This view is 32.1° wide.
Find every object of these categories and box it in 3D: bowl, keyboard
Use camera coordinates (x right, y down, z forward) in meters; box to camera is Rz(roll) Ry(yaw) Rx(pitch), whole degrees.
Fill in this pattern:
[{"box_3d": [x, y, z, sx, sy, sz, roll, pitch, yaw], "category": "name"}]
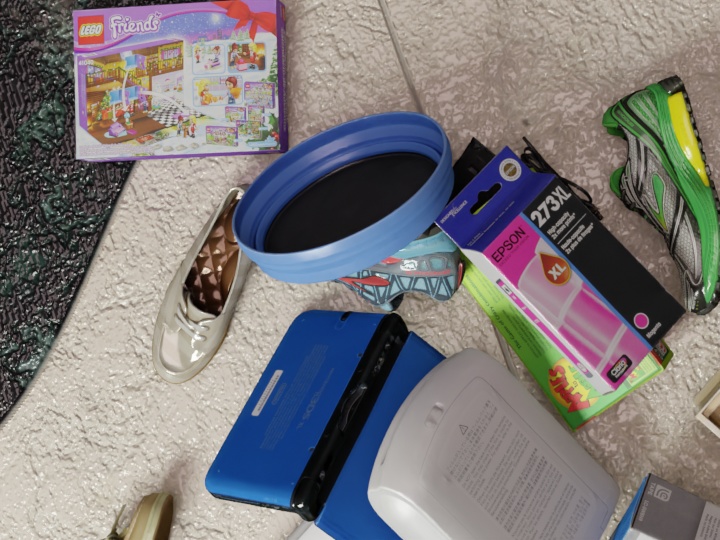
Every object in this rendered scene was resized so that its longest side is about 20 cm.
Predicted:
[{"box_3d": [-0.013, -0.062, 1.061, 0.198, 0.202, 0.040, -21, 121, 9], "category": "bowl"}, {"box_3d": [0.166, -0.039, 1.107, 0.200, 0.040, 0.105, 42, 117, 8], "category": "keyboard"}]

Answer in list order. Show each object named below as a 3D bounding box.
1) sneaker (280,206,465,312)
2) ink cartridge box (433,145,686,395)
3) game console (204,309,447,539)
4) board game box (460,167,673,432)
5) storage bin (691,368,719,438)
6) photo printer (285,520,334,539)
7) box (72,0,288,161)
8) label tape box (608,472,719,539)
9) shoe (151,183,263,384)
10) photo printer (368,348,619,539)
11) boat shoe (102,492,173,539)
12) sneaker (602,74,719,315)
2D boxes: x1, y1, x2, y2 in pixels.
[{"box_3d": [0.000, 0.000, 1.092, 0.198, 0.079, 0.096, -2, 124, 37], "category": "sneaker"}, {"box_3d": [0.161, -0.004, 1.011, 0.200, 0.037, 0.095, 45, 75, 4], "category": "ink cartridge box"}, {"box_3d": [-0.007, 0.147, 1.082, 0.169, 0.119, 0.201, 1, 48, 37], "category": "game console"}, {"box_3d": [0.166, 0.025, 1.074, 0.101, 0.048, 0.201, -39, 85, 29], "category": "board game box"}, {"box_3d": [0.413, 0.109, 1.027, 0.200, 0.094, 0.199, 42, 97, 8], "category": "storage bin"}, {"box_3d": [0.018, 0.269, 1.107, 0.166, 0.069, 0.200, 44, 97, 7], "category": "photo printer"}, {"box_3d": [-0.166, -0.174, 1.155, 0.197, 0.039, 0.139, -1, 90, 10], "category": "box"}, {"box_3d": [0.296, 0.270, 1.024, 0.198, 0.064, 0.145, 25, 136, 10], "category": "label tape box"}, {"box_3d": [-0.141, 0.010, 1.143, 0.069, 0.053, 0.202, 26, 94, 9], "category": "shoe"}, {"box_3d": [0.106, 0.178, 1.027, 0.200, 0.069, 0.167, 45, 56, -12], "category": "photo printer"}, {"box_3d": [-0.231, 0.290, 1.148, 0.062, 0.073, 0.202, 25, 95, 6], "category": "boat shoe"}, {"box_3d": [0.263, -0.058, 1.071, 0.084, 0.078, 0.203, -17, 78, 16], "category": "sneaker"}]
